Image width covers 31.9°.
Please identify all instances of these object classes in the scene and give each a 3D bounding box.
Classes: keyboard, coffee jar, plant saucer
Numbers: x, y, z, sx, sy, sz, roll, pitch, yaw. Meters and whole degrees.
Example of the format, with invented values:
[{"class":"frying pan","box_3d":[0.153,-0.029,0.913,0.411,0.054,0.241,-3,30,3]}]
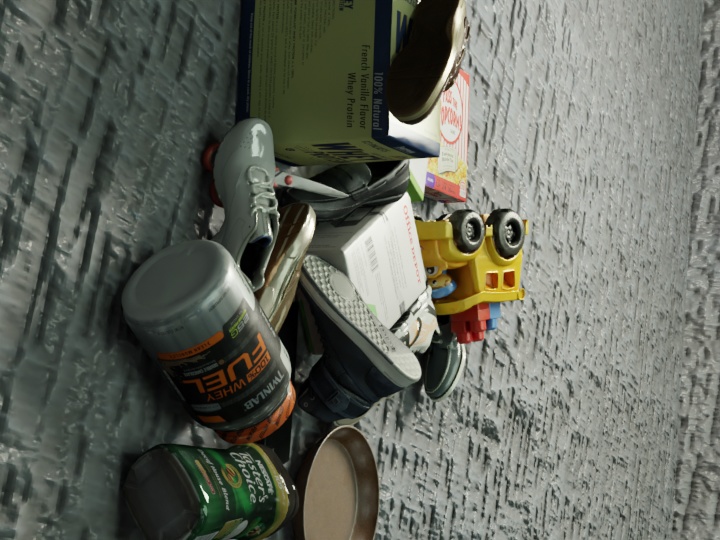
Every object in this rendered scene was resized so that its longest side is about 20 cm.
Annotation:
[{"class":"keyboard","box_3d":[-0.109,0.127,1.472,0.127,0.021,0.201,24,67,-67]},{"class":"coffee jar","box_3d":[-0.148,0.232,1.303,0.104,0.085,0.200,56,18,21]},{"class":"plant saucer","box_3d":[-0.034,0.296,1.592,0.200,0.034,0.201,1,89,-63]}]

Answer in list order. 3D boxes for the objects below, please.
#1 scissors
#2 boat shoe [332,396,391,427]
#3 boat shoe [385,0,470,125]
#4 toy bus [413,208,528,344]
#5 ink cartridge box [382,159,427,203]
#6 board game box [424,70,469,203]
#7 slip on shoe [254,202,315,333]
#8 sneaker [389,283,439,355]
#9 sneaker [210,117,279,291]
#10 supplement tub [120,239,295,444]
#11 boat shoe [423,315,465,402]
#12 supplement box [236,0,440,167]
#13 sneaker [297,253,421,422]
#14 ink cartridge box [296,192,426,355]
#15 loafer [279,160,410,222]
[{"class":"scissors","box_3d":[-0.092,-0.112,1.435,0.199,0.014,0.074,-6,98,-37]},{"class":"boat shoe","box_3d":[0.001,0.151,1.656,0.200,0.057,0.067,-22,144,-57]},{"class":"boat shoe","box_3d":[0.082,-0.222,1.368,0.072,0.072,0.201,57,36,-40]},{"class":"toy bus","box_3d":[0.141,0.010,1.795,0.199,0.135,0.193,-1,90,-45]},{"class":"ink cartridge box","box_3d":[0.036,-0.207,1.703,0.148,0.075,0.201,57,32,-45]},{"class":"board game box","box_3d":[0.110,-0.211,1.869,0.151,0.046,0.201,12,78,-62]},{"class":"slip on shoe","box_3d":[-0.099,0.013,1.431,0.061,0.076,0.201,53,47,-41]},{"class":"sneaker","box_3d":[0.057,0.090,1.672,0.200,0.073,0.080,-42,115,-53]},{"class":"sneaker","box_3d":[-0.115,-0.066,1.360,0.074,0.087,0.201,5,89,-34]},{"class":"supplement tub","box_3d":[-0.148,0.077,1.283,0.200,0.122,0.123,62,38,-37]},{"class":"boat shoe","box_3d":[0.117,0.095,1.865,0.062,0.073,0.201,31,60,-33]},{"class":"supplement box","box_3d":[-0.022,-0.232,1.454,0.134,0.199,0.201,11,79,-61]},{"class":"sneaker","box_3d":[-0.045,0.090,1.507,0.202,0.146,0.077,50,29,-7]},{"class":"ink cartridge box","box_3d":[0.000,0.000,1.612,0.200,0.084,0.146,-44,128,-54]},{"class":"loafer","box_3d":[-0.017,-0.110,1.555,0.200,0.068,0.071,-17,134,-40]}]
